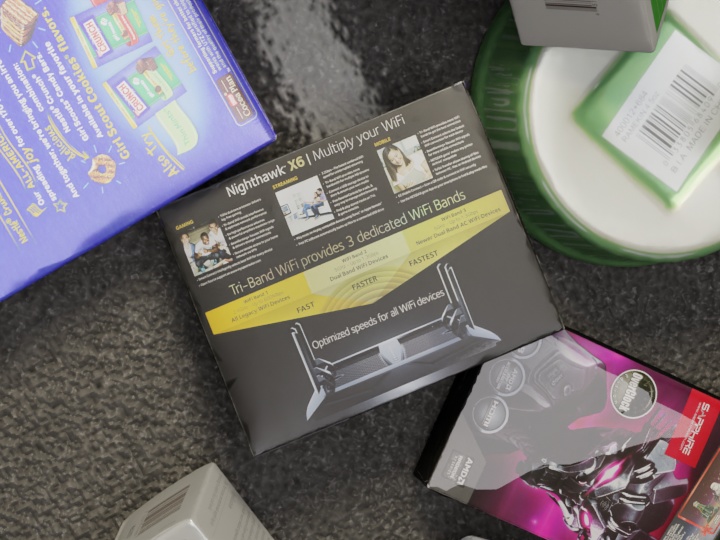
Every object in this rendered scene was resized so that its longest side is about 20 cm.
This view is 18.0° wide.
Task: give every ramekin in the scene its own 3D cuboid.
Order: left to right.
[{"bbox_3d":[0.171,-0.098,1.363,0.199,0.098,0.202,-1,96,-9],"label":"ramekin"}]

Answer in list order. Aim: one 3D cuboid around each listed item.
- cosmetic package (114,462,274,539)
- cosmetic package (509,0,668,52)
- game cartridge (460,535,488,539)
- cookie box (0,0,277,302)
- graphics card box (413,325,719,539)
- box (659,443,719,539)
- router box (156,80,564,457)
[{"bbox_3d":[-0.062,0.222,1.351,0.074,0.102,0.201,-33,100,12],"label":"cosmetic package"},{"bbox_3d":[0.141,-0.232,1.285,0.084,0.108,0.201,6,55,22],"label":"cosmetic package"},{"bbox_3d":[0.090,0.272,1.387,0.133,0.041,0.201,19,83,-33],"label":"game cartridge"},{"bbox_3d":[-0.177,-0.102,1.316,0.199,0.075,0.172,-30,100,-6],"label":"cookie box"},{"bbox_3d":[0.147,0.112,1.406,0.199,0.051,0.126,25,91,-10],"label":"graphics card box"},{"bbox_3d":[0.259,0.152,1.394,0.137,0.040,0.201,39,81,-39],"label":"box"},{"bbox_3d":[0.000,0.000,1.342,0.199,0.052,0.158,-22,87,1],"label":"router box"}]
